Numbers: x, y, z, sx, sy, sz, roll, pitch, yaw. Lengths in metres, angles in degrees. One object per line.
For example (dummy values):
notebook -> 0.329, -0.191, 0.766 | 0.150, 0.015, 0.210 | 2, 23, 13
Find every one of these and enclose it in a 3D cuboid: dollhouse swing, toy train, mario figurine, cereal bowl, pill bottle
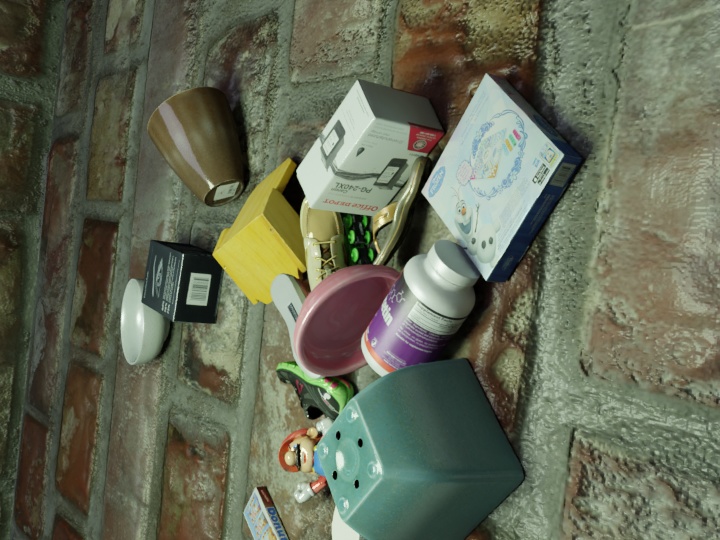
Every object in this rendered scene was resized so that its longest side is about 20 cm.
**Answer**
dollhouse swing -> -0.157, -0.076, 1.673 | 0.183, 0.176, 0.199 | 50, 138, -8
toy train -> 0.000, 0.000, 1.437 | 0.056, 0.041, 0.204 | 134, 131, -55
mario figurine -> -0.071, 0.312, 1.429 | 0.198, 0.106, 0.125 | 1, 55, 48
cereal bowl -> -0.507, 0.122, 2.090 | 0.199, 0.082, 0.205 | -10, 78, 59
pill bottle -> 0.088, 0.058, 1.239 | 0.202, 0.111, 0.113 | -59, 42, 30

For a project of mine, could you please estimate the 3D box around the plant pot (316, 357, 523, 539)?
plant pot -> 0.059, 0.251, 1.179 | 0.197, 0.197, 0.198 | -54, 45, 33

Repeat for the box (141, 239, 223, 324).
box -> -0.393, 0.023, 1.933 | 0.199, 0.103, 0.152 | 20, 102, 54

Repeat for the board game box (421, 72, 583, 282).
board game box -> 0.184, -0.126, 1.190 | 0.202, 0.043, 0.200 | -61, 42, 29

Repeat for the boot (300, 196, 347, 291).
boot -> -0.052, -0.007, 1.393 | 0.156, 0.071, 0.204 | -106, 12, -63

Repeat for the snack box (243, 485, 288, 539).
snack box -> -0.161, 0.495, 1.603 | 0.201, 0.024, 0.073 | 55, 129, 43

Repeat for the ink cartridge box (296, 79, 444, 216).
ink cartridge box -> 0.012, -0.181, 1.354 | 0.201, 0.143, 0.085 | -50, 50, 37

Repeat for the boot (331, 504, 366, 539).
boot -> 0.013, 0.345, 1.326 | 0.072, 0.089, 0.205 | 6, 93, 52

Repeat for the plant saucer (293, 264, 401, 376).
plant saucer -> -0.016, 0.067, 1.307 | 0.051, 0.197, 0.203 | 51, 125, 39

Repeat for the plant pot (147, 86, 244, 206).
plant pot -> -0.322, -0.243, 1.833 | 0.187, 0.185, 0.203 | -46, 64, 40

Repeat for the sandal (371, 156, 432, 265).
sandal -> 0.050, -0.084, 1.335 | 0.053, 0.080, 0.204 | 25, 105, 11

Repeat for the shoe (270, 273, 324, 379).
shoe -> -0.078, 0.094, 1.492 | 0.071, 0.090, 0.202 | -43, 58, 26

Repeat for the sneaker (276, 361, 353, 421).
sneaker -> -0.089, 0.207, 1.500 | 0.199, 0.076, 0.086 | 18, 96, 55
